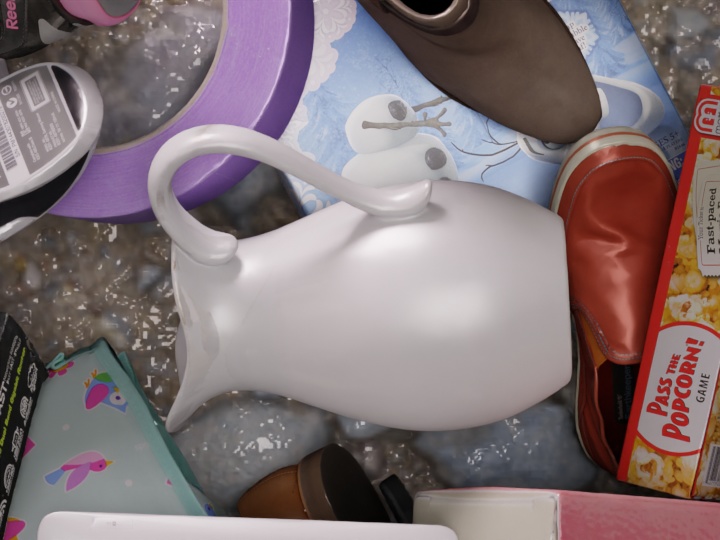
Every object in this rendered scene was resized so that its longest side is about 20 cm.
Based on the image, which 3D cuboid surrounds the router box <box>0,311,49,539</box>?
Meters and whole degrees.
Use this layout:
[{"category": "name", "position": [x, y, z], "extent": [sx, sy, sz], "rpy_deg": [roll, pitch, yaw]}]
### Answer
[{"category": "router box", "position": [-0.265, 0.095, 1.186], "extent": [0.199, 0.062, 0.150], "rpy_deg": [1, 58, 14]}]

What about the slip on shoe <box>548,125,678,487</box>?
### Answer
[{"category": "slip on shoe", "position": [0.138, 0.021, 1.253], "extent": [0.074, 0.061, 0.201], "rpy_deg": [-11, 116, -11]}]

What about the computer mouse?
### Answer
[{"category": "computer mouse", "position": [-0.203, -0.027, 1.179], "extent": [0.199, 0.044, 0.110], "rpy_deg": [-29, 53, 5]}]

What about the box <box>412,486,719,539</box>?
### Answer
[{"category": "box", "position": [0.137, 0.166, 1.207], "extent": [0.199, 0.128, 0.109], "rpy_deg": [7, 82, -32]}]

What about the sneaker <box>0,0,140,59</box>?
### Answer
[{"category": "sneaker", "position": [-0.183, -0.191, 1.179], "extent": [0.095, 0.079, 0.201], "rpy_deg": [-29, 78, 29]}]

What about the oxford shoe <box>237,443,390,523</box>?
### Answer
[{"category": "oxford shoe", "position": [-0.001, 0.191, 1.286], "extent": [0.071, 0.071, 0.201], "rpy_deg": [-24, 95, 23]}]

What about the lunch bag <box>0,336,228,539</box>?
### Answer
[{"category": "lunch bag", "position": [-0.147, 0.154, 1.229], "extent": [0.170, 0.122, 0.200], "rpy_deg": [-32, 76, -4]}]

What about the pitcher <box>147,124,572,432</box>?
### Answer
[{"category": "pitcher", "position": [0.000, 0.000, 1.187], "extent": [0.199, 0.122, 0.172], "rpy_deg": [-2, 132, 2]}]

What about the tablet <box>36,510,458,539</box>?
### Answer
[{"category": "tablet", "position": [-0.054, 0.181, 1.155], "extent": [0.199, 0.014, 0.131], "rpy_deg": [2, 85, -2]}]

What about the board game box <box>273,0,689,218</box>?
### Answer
[{"category": "board game box", "position": [0.058, -0.072, 1.286], "extent": [0.199, 0.043, 0.200], "rpy_deg": [-29, 93, -4]}]

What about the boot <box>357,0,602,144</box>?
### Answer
[{"category": "boot", "position": [0.040, -0.129, 1.186], "extent": [0.200, 0.146, 0.070], "rpy_deg": [39, 95, -2]}]

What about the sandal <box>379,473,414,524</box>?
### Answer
[{"category": "sandal", "position": [0.078, 0.177, 1.283], "extent": [0.048, 0.075, 0.201], "rpy_deg": [-37, 104, -2]}]

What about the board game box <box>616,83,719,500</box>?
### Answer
[{"category": "board game box", "position": [0.206, 0.018, 1.255], "extent": [0.046, 0.151, 0.201], "rpy_deg": [12, 90, 36]}]

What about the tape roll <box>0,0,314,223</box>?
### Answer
[{"category": "tape roll", "position": [-0.126, -0.125, 1.230], "extent": [0.199, 0.066, 0.201], "rpy_deg": [0, 88, 9]}]
